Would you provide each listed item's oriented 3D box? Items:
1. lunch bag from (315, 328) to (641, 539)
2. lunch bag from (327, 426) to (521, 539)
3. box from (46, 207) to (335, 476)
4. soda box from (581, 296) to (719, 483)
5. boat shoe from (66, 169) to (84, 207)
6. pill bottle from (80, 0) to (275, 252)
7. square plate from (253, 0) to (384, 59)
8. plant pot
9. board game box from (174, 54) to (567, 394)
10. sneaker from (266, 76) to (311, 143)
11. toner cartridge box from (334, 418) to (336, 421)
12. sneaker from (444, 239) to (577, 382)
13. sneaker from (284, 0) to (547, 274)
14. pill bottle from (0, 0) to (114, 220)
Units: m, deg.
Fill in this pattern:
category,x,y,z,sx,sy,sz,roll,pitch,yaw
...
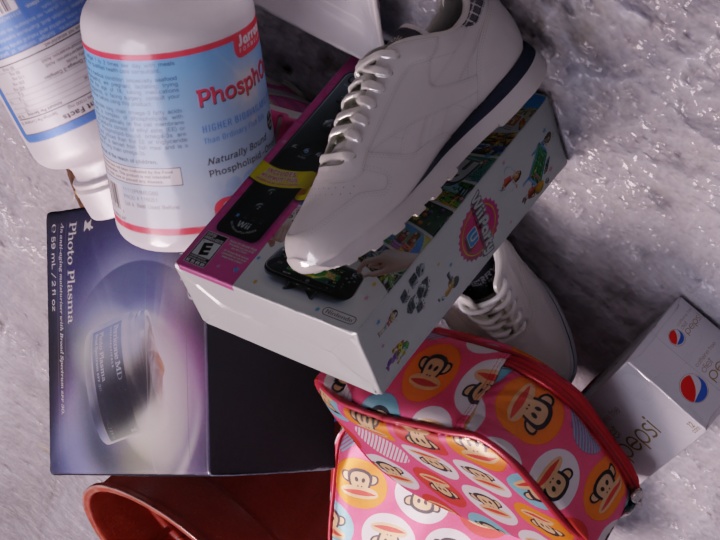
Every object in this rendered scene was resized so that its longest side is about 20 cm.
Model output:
category,x,y,z,sx,sy,sz,roll,pitch,yaw
lunch bag,0.081,0.117,1.409,0.200,0.082,0.176,15,152,47
lunch bag,0.076,0.162,1.574,0.200,0.082,0.176,13,124,16
box,-0.126,0.047,1.554,0.198,0.123,0.200,-6,84,47
soda box,0.183,0.093,1.417,0.068,0.064,0.200,41,154,4
boat shoe,-0.201,-0.096,1.637,0.068,0.072,0.200,34,151,24
pill bottle,-0.113,-0.120,1.332,0.109,0.109,0.200,17,125,40
square plate,-0.065,-0.232,1.290,0.200,0.028,0.198,30,151,23
plant pot,-0.090,0.177,1.770,0.201,0.195,0.201,32,153,18
board game box,0.007,-0.036,1.298,0.147,0.200,0.064,21,149,35
sneaker,-0.050,-0.089,1.448,0.200,0.088,0.081,23,114,1
toner cartridge box,-0.054,0.072,1.631,0.200,0.095,0.043,-13,127,48
sneaker,0.078,0.013,1.402,0.200,0.073,0.071,53,-169,-20
sneaker,0.016,-0.082,1.217,0.081,0.200,0.076,50,157,-24
pill bottle,-0.198,-0.140,1.488,0.112,0.112,0.200,0,123,54
